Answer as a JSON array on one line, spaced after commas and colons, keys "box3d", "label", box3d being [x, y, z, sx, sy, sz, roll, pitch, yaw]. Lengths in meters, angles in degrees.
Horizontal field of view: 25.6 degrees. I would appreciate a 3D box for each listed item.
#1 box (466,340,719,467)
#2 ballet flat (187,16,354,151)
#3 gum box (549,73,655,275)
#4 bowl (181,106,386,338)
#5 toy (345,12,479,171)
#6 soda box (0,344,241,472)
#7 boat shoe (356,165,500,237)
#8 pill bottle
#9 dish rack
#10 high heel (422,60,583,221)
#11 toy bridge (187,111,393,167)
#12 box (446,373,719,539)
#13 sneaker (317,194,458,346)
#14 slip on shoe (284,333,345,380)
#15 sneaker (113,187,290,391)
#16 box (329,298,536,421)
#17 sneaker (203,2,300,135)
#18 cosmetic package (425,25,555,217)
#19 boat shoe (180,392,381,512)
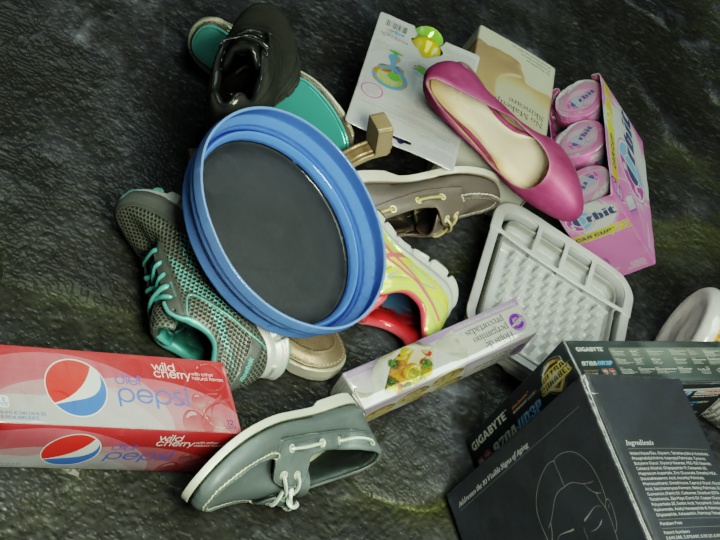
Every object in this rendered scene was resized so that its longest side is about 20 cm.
[{"box3d": [0.216, 0.125, 1.410, 0.199, 0.159, 0.046, 1, 52, -36], "label": "box"}, {"box3d": [-0.078, -0.176, 1.526, 0.200, 0.068, 0.062, 42, 16, -1], "label": "ballet flat"}, {"box3d": [0.253, -0.103, 1.674, 0.114, 0.066, 0.201, 51, 30, -38], "label": "gum box"}, {"box3d": [-0.064, -0.037, 1.312, 0.200, 0.039, 0.202, 25, 50, -34], "label": "bowl"}, {"box3d": [0.049, -0.171, 1.581, 0.114, 0.047, 0.201, 24, 44, -7], "label": "toy"}, {"box3d": [-0.193, 0.105, 1.187, 0.199, 0.063, 0.070, 6, 51, -33], "label": "soda box"}, {"box3d": [0.056, -0.060, 1.520, 0.199, 0.072, 0.060, -4, 63, -35], "label": "boat shoe"}, {"box3d": [0.397, 0.114, 1.590, 0.199, 0.116, 0.117, 33, 41, -8], "label": "pill bottle"}, {"box3d": [0.177, 0.041, 1.543, 0.171, 0.044, 0.201, 33, 41, -10], "label": "dish rack"}, {"box3d": [0.136, -0.120, 1.512, 0.201, 0.067, 0.096, 54, 24, 1], "label": "high heel"}, {"box3d": [-0.061, -0.097, 1.453, 0.198, 0.068, 0.027, -12, 51, -20], "label": "toy bridge"}, {"box3d": [0.195, 0.219, 1.280, 0.123, 0.200, 0.198, 4, 53, -37], "label": "box"}, {"box3d": [0.000, 0.000, 1.416, 0.199, 0.078, 0.091, 31, 41, -11], "label": "sneaker"}, {"box3d": [-0.080, 0.005, 1.363, 0.076, 0.061, 0.200, -25, 72, -47], "label": "slip on shoe"}, {"box3d": [-0.145, 0.018, 1.296, 0.200, 0.078, 0.091, 49, 45, 11], "label": "sneaker"}, {"box3d": [0.065, 0.080, 1.391, 0.199, 0.041, 0.039, -21, 70, -32], "label": "box"}, {"box3d": [-0.096, -0.181, 1.414, 0.075, 0.091, 0.201, 2, 47, 4], "label": "sneaker"}, {"box3d": [0.138, -0.155, 1.663, 0.105, 0.071, 0.201, 27, 42, -14], "label": "cosmetic package"}, {"box3d": [-0.056, 0.152, 1.245, 0.062, 0.073, 0.199, 50, 36, 17], "label": "boat shoe"}]
